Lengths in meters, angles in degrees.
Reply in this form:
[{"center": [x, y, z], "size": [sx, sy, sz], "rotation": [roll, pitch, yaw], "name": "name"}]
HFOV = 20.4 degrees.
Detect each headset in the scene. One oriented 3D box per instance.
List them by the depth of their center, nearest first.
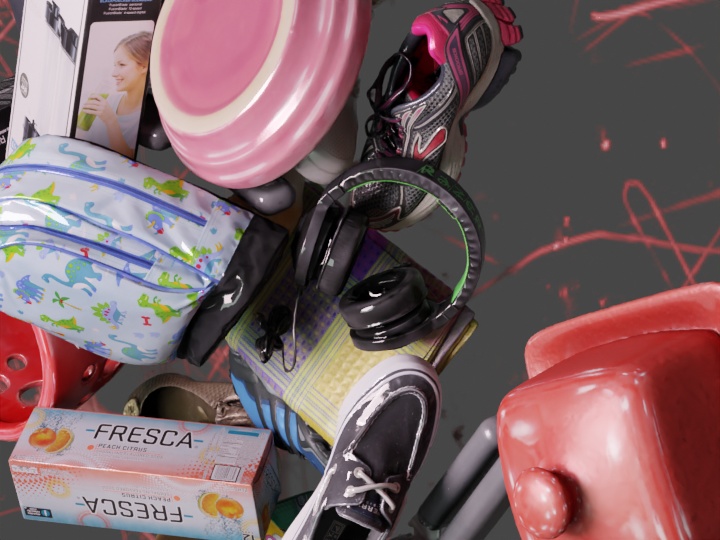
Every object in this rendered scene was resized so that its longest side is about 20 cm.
[{"center": [0.000, 0.000, 1.401], "size": [0.200, 0.094, 0.124], "rotation": [-39, 101, 24], "name": "headset"}]

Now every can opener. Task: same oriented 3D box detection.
[{"center": [0.059, 0.183, 1.427], "size": [0.053, 0.066, 0.200], "rotation": [53, 129, 23], "name": "can opener"}, {"center": [-0.111, -0.087, 1.454], "size": [0.200, 0.066, 0.053], "rotation": [32, 143, 52], "name": "can opener"}]

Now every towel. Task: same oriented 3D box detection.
[{"center": [-0.018, 0.036, 1.470], "size": [0.200, 0.023, 0.144], "rotation": [39, 99, 33], "name": "towel"}]

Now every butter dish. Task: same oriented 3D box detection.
[{"center": [0.155, 0.129, 1.246], "size": [0.200, 0.147, 0.201], "rotation": [-19, 87, 49], "name": "butter dish"}]

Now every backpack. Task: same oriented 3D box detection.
[{"center": [-0.174, -0.013, 1.395], "size": [0.200, 0.154, 0.163], "rotation": [38, 152, -2], "name": "backpack"}]

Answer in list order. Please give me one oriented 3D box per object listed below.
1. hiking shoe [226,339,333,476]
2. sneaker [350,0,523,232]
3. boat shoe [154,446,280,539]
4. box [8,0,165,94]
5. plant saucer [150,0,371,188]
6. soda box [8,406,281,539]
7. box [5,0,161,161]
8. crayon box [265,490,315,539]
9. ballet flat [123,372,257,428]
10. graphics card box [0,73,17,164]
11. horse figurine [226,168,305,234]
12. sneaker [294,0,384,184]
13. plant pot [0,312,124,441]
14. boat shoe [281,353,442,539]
[{"center": [-0.034, 0.112, 1.530], "size": [0.200, 0.074, 0.087], "rotation": [50, 149, 34], "name": "hiking shoe"}, {"center": [0.034, -0.108, 1.372], "size": [0.081, 0.074, 0.201], "rotation": [50, 134, 27], "name": "sneaker"}, {"center": [-0.116, 0.180, 1.626], "size": [0.071, 0.065, 0.200], "rotation": [32, 136, -7], "name": "boat shoe"}, {"center": [-0.185, -0.235, 1.564], "size": [0.200, 0.104, 0.183], "rotation": [-25, 81, 49], "name": "box"}, {"center": [-0.078, -0.158, 1.362], "size": [0.200, 0.051, 0.202], "rotation": [-19, 63, 42], "name": "plant saucer"}, {"center": [-0.164, 0.157, 1.533], "size": [0.199, 0.064, 0.069], "rotation": [5, 130, 14], "name": "soda box"}, {"center": [-0.206, -0.144, 1.471], "size": [0.117, 0.060, 0.201], "rotation": [50, 136, 45], "name": "box"}, {"center": [-0.011, 0.281, 1.549], "size": [0.200, 0.058, 0.119], "rotation": [42, 129, 34], "name": "crayon box"}, {"center": [-0.145, 0.122, 1.666], "size": [0.199, 0.046, 0.068], "rotation": [-3, 98, 49], "name": "ballet flat"}, {"center": [-0.317, -0.116, 1.677], "size": [0.125, 0.200, 0.051], "rotation": [1, 115, 48], "name": "graphics card box"}, {"center": [-0.078, -0.073, 1.498], "size": [0.132, 0.050, 0.201], "rotation": [12, 80, 43], "name": "horse figurine"}, {"center": [-0.016, -0.170, 1.392], "size": [0.115, 0.073, 0.201], "rotation": [-23, 73, 44], "name": "sneaker"}, {"center": [-0.259, 0.016, 1.647], "size": [0.200, 0.182, 0.202], "rotation": [21, 124, 35], "name": "plant pot"}, {"center": [0.001, 0.155, 1.390], "size": [0.201, 0.071, 0.068], "rotation": [-59, 18, 14], "name": "boat shoe"}]
